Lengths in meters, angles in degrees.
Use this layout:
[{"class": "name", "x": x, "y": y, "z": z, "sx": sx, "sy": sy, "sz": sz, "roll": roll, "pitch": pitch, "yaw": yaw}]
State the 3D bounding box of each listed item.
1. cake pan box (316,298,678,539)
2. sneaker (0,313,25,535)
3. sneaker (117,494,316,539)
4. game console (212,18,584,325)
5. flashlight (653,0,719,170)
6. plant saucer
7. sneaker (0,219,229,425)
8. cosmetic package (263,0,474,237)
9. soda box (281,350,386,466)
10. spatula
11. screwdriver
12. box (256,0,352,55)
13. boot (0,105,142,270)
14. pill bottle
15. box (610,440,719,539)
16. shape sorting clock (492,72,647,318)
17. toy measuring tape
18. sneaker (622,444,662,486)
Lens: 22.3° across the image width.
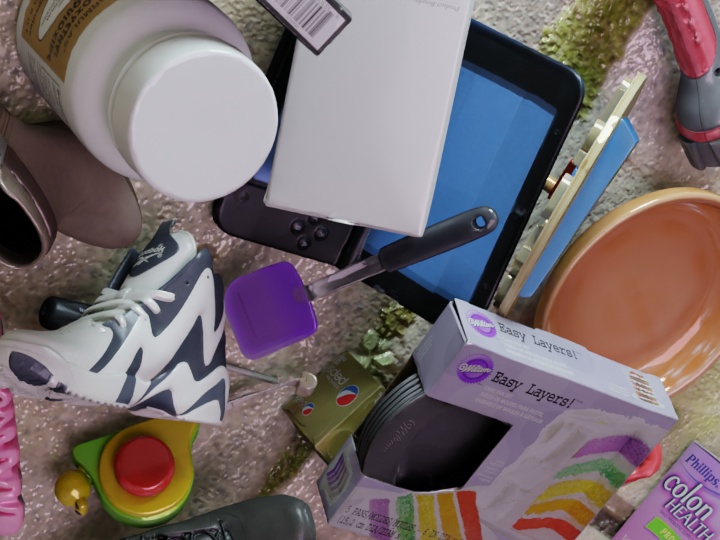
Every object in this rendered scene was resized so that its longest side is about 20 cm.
[{"class": "cake pan box", "x": 0.092, "y": 0.124, "z": 1.278, "sx": 0.199, "sy": 0.052, "sz": 0.185, "roll": 22, "pitch": 118, "yaw": -29}, {"class": "sneaker", "x": -0.272, "y": 0.089, "z": 1.189, "sx": 0.095, "sy": 0.079, "sz": 0.201, "roll": -5, "pitch": 114, "yaw": -12}, {"class": "sneaker", "x": -0.125, "y": 0.207, "z": 1.258, "sx": 0.199, "sy": 0.076, "sz": 0.091, "roll": -25, "pitch": 157, "yaw": 12}, {"class": "game console", "x": 0.023, "y": -0.080, "z": 1.223, "sx": 0.170, "sy": 0.118, "sz": 0.201, "roll": 16, "pitch": 104, "yaw": -31}, {"class": "flashlight", "x": 0.237, "y": -0.166, "z": 1.321, "sx": 0.068, "sy": 0.068, "sz": 0.200, "roll": -34, "pitch": 124, "yaw": -5}, {"class": "plant saucer", "x": 0.216, "y": 0.020, "z": 1.400, "sx": 0.199, "sy": 0.037, "sz": 0.201, "roll": -15, "pitch": 128, "yaw": -20}, {"class": "sneaker", "x": -0.154, "y": 0.025, "z": 1.177, "sx": 0.199, "sy": 0.079, "sz": 0.130, "roll": 16, "pitch": 78, "yaw": -46}, {"class": "cosmetic package", "x": 0.011, "y": -0.132, "z": 1.161, "sx": 0.107, "sy": 0.085, "sz": 0.201, "roll": 14, "pitch": 103, "yaw": 3}, {"class": "soda box", "x": 0.028, "y": 0.155, "z": 1.366, "sx": 0.068, "sy": 0.064, "sz": 0.200, "roll": -41, "pitch": 123, "yaw": -4}, {"class": "spatula", "x": 0.000, "y": 0.000, "z": 1.222, "sx": 0.199, "sy": 0.021, "sz": 0.057, "roll": -23, "pitch": 93, "yaw": 8}, {"class": "screwdriver", "x": -0.133, "y": 0.056, "z": 1.263, "sx": 0.199, "sy": 0.029, "sz": 0.028, "roll": 21, "pitch": 102, "yaw": -31}, {"class": "box", "x": -0.094, "y": -0.209, "z": 1.057, "sx": 0.036, "sy": 0.200, "sz": 0.143, "roll": -46, "pitch": 124, "yaw": 4}, {"class": "boot", "x": -0.202, "y": -0.046, "z": 1.106, "sx": 0.070, "sy": 0.146, "sz": 0.200, "roll": -41, "pitch": 121, "yaw": 14}, {"class": "pill bottle", "x": -0.126, "y": -0.117, "z": 1.082, "sx": 0.114, "sy": 0.200, "sz": 0.115, "roll": -11, "pitch": 117, "yaw": -22}, {"class": "box", "x": 0.291, "y": 0.279, "z": 1.534, "sx": 0.176, "sy": 0.097, "sz": 0.200, "roll": 38, "pitch": 92, "yaw": -34}, {"class": "shape sorting clock", "x": 0.144, "y": -0.051, "z": 1.273, "sx": 0.039, "sy": 0.200, "sz": 0.201, "roll": 35, "pitch": 96, "yaw": 6}, {"class": "toy measuring tape", "x": -0.115, "y": 0.132, "z": 1.277, "sx": 0.199, "sy": 0.074, "sz": 0.074, "roll": -18, "pitch": 119, "yaw": -15}, {"class": "sneaker", "x": 0.146, "y": 0.126, "z": 1.370, "sx": 0.199, "sy": 0.085, "sz": 0.078, "roll": 8, "pitch": 78, "yaw": -36}]
